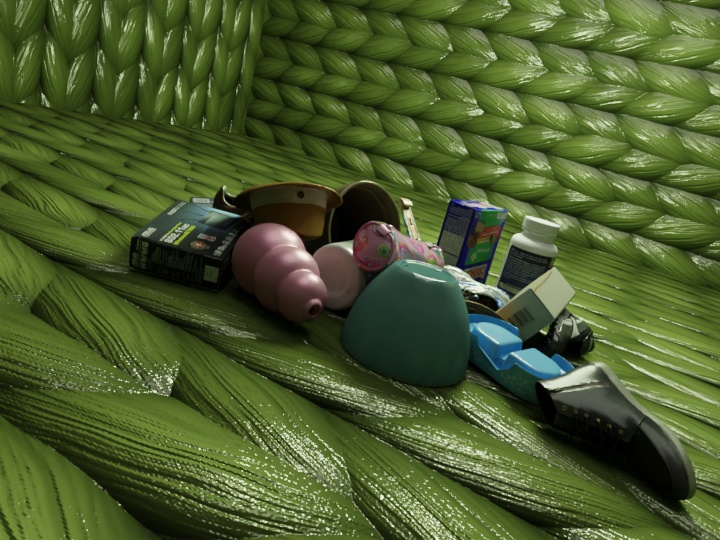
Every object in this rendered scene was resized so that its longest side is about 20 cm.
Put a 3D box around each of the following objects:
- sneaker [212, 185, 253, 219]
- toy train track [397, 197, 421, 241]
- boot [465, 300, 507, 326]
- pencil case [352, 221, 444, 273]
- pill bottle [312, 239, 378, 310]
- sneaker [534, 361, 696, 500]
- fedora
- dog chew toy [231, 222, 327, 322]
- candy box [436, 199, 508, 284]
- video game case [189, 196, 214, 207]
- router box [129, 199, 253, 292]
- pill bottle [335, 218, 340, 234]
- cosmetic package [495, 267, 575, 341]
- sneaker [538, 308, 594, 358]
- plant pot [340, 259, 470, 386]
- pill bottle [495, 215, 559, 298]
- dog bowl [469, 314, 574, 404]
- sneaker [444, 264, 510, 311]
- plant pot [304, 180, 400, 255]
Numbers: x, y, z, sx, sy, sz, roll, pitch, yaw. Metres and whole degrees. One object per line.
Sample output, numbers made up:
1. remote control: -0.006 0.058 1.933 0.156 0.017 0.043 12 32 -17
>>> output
1. sneaker: -0.196 -0.112 1.076 0.198 0.076 0.071 11 33 -8
2. toy train track: 0.119 -0.070 1.112 0.114 0.033 0.202 6 56 -34
3. boot: 0.173 0.069 1.000 0.198 0.074 0.155 20 12 5
4. pencil case: 0.070 -0.026 0.918 0.087 0.088 0.199 26 7 35
5. pill bottle: 0.000 0.000 0.988 0.113 0.115 0.199 22 17 24
6. sneaker: 0.308 0.207 0.675 0.105 0.075 0.201 -11 36 -13
7. fedora: -0.127 -0.097 0.964 0.198 0.083 0.201 -4 -8 -1
8. dog chew toy: -0.121 0.010 0.846 0.124 0.126 0.200 2 29 -40
9. candy box: 0.247 -0.054 1.250 0.077 0.202 0.168 28 21 35
10. video game case: -0.266 -0.090 1.099 0.141 0.019 0.201 0 37 -24
11. router box: -0.282 -0.049 0.934 0.148 0.063 0.200 14 25 -2
12. pill bottle: -0.004 -0.103 1.356 0.198 0.107 0.106 5 18 -32
13. cosmetic package: 0.333 0.067 1.034 0.073 0.103 0.199 53 31 10
14. sneaker: 0.397 0.127 1.016 0.090 0.067 0.200 29 22 20
15. plant pot: 0.081 0.062 0.811 0.198 0.136 0.200 14 15 -4
16. pill bottle: 0.395 -0.020 1.270 0.110 0.202 0.111 14 16 -4
17. dog bowl: 0.235 0.137 0.840 0.111 0.050 0.200 -1 27 -39
18. sneaker: 0.212 0.048 1.102 0.198 0.078 0.085 18 20 10
19. plant pot: -0.041 -0.088 1.161 0.198 0.203 0.173 1 5 -41
